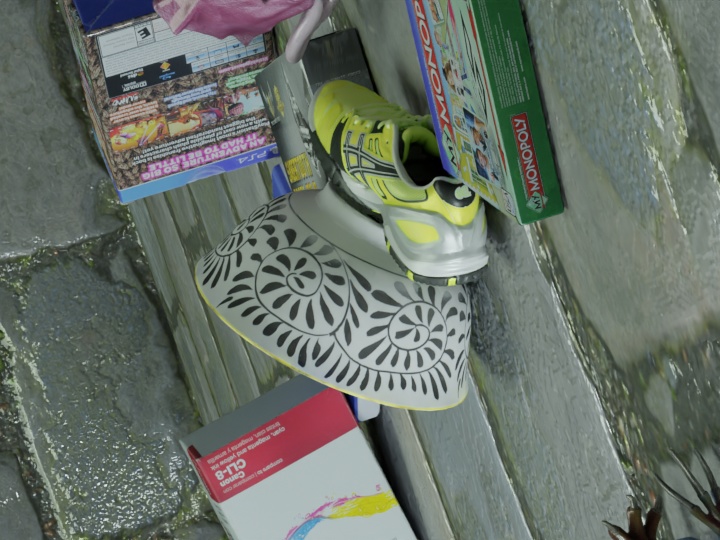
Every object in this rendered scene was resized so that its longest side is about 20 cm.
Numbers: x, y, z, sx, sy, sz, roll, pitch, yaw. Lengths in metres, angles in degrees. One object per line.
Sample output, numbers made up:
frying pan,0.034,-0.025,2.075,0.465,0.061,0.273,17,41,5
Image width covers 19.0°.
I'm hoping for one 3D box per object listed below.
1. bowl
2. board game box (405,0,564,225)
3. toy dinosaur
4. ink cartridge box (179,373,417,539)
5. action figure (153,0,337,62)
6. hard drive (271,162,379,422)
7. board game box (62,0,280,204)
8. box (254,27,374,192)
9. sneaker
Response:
bowl,0.000,0.000,1.420,0.094,0.201,0.201,-64,30,19
board game box,0.058,-0.136,1.191,0.135,0.029,0.200,-137,30,-67
toy dinosaur,0.178,0.156,1.055,0.200,0.105,0.181,36,168,-23
ink cartridge box,-0.049,0.213,1.924,0.200,0.145,0.145,63,171,-8
action figure,-0.042,-0.191,1.366,0.149,0.134,0.200,39,153,-25
hard drive,-0.031,0.018,1.895,0.132,0.025,0.200,89,159,-59
board game box,-0.160,-0.179,1.860,0.200,0.159,0.097,84,165,-47
box,-0.021,-0.089,1.609,0.200,0.048,0.159,176,76,-79
sneaker,0.029,-0.074,1.362,0.200,0.075,0.076,50,144,44
